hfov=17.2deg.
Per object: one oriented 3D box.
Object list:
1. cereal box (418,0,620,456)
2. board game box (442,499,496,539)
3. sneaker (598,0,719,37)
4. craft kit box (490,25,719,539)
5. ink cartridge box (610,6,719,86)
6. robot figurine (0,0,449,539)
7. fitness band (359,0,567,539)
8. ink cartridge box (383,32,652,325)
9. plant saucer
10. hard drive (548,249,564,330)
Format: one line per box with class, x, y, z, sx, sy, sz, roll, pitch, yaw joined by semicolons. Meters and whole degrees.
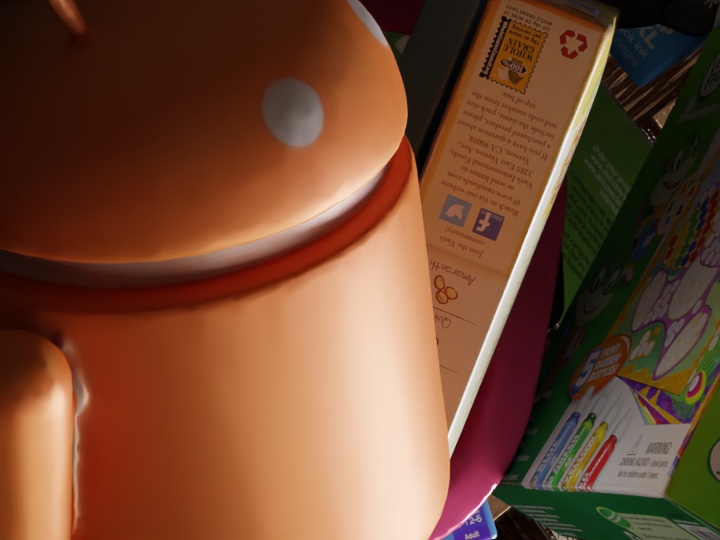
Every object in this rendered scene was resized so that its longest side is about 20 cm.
cereal box;0.024;0.011;0.708;0.144;0.039;0.201;-52;164;-80
board game box;-0.064;0.116;0.915;0.151;0.045;0.200;-12;171;-32
sneaker;0.110;-0.131;0.823;0.200;0.091;0.066;-39;177;27
craft kit box;0.125;-0.004;0.786;0.198;0.048;0.200;-59;-171;-11
ink cartridge box;0.184;-0.180;0.970;0.144;0.084;0.200;-34;175;-43
robot figurine;-0.040;0.008;0.565;0.143;0.201;0.117;-18;-149;-19
fitness band;0.000;0.000;0.809;0.143;0.201;0.037;9;-179;-24
ink cartridge box;0.082;-0.057;1.052;0.076;0.148;0.200;-38;177;9
plant saucer;0.022;-0.060;0.708;0.070;0.019;0.201;101;11;-70
hard drive;-0.025;0.044;0.889;0.199;0.043;0.135;-17;165;-18
